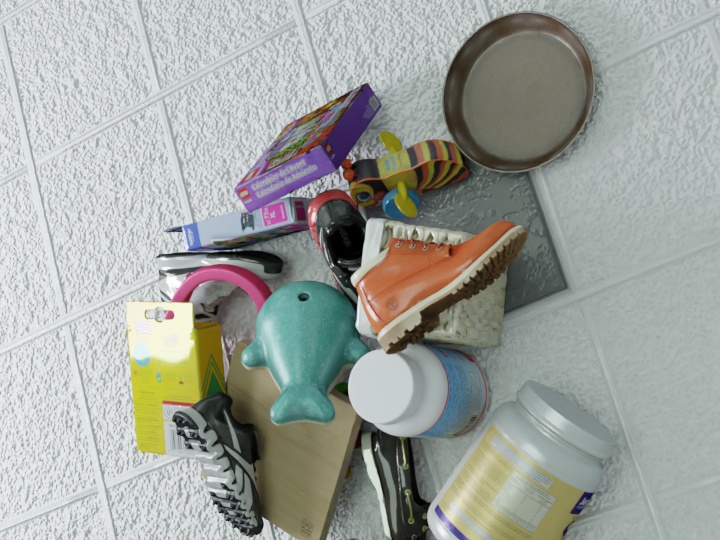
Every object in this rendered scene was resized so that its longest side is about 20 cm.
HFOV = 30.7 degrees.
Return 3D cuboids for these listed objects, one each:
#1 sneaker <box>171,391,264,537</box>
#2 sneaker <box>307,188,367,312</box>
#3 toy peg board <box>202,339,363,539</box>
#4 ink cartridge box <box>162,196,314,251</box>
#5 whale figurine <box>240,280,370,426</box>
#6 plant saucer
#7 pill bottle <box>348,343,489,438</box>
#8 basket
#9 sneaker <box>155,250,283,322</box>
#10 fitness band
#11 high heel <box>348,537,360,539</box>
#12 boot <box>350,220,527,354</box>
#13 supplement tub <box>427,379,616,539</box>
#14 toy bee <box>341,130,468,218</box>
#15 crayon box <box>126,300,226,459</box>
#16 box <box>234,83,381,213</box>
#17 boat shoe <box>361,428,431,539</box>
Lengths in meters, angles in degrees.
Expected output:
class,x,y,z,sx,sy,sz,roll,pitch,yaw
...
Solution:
class,x,y,z,sx,sy,sz,roll,pitch,yaw
sneaker,-0.154,0.236,1.629,0.066,0.090,0.201,1,122,49
sneaker,0.000,0.000,1.603,0.070,0.098,0.201,-27,112,-2
toy peg board,-0.079,0.212,1.674,0.199,0.098,0.201,27,111,30
ink cartridge box,-0.146,-0.057,1.718,0.199,0.119,0.042,-11,87,26
whale figurine,-0.066,0.093,1.562,0.158,0.104,0.201,0,42,4
plant saucer,0.197,-0.217,1.610,0.199,0.032,0.202,-4,81,28
pill bottle,0.067,0.140,1.531,0.108,0.200,0.110,-4,81,27
basket,0.090,0.020,1.543,0.122,0.200,0.137,4,85,22
sneaker,-0.187,0.033,1.768,0.199,0.075,0.116,0,94,31
fitness band,-0.189,0.082,1.725,0.143,0.037,0.201,27,116,6
high heel,-0.026,0.370,1.575,0.199,0.143,0.072,-14,34,40
boot,0.081,-0.009,1.413,0.199,0.075,0.108,-35,70,11
supplement tub,0.184,0.241,1.487,0.145,0.145,0.201,38,101,27
toy bee,0.029,-0.108,1.631,0.200,0.109,0.131,-43,49,5
crayon box,-0.235,0.136,1.683,0.126,0.051,0.202,1,98,36
box,-0.063,-0.156,1.644,0.136,0.200,0.039,-25,109,29
boat shoe,0.056,0.287,1.586,0.060,0.072,0.203,-17,87,10
